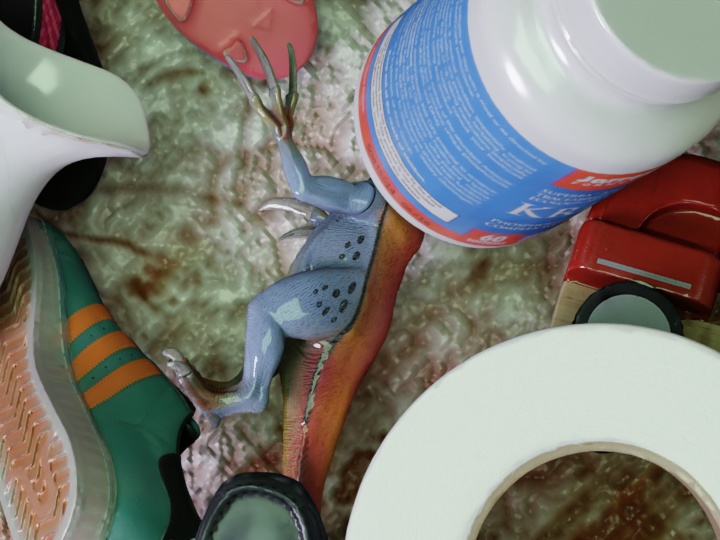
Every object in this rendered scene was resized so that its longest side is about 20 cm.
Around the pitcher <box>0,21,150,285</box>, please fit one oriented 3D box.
[{"bbox_3d":[-0.214,-0.039,1.095,0.172,0.121,0.200,41,107,-14],"label":"pitcher"}]

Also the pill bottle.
[{"bbox_3d":[0.080,-0.083,1.018,0.112,0.200,0.112,5,76,-19],"label":"pill bottle"}]

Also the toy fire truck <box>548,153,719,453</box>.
[{"bbox_3d":[0.183,-0.016,1.096,0.176,0.129,0.200,17,70,5],"label":"toy fire truck"}]

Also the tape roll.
[{"bbox_3d":[0.093,0.119,1.015,0.203,0.037,0.203,0,87,2],"label":"tape roll"}]

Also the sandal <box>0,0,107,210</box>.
[{"bbox_3d":[-0.157,-0.115,1.144,0.075,0.045,0.200,5,119,20],"label":"sandal"}]

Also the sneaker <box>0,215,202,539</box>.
[{"bbox_3d":[-0.118,0.057,1.132,0.071,0.080,0.200,-52,37,29],"label":"sneaker"}]

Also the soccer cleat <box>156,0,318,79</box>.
[{"bbox_3d":[-0.094,-0.166,1.171,0.200,0.076,0.067,43,94,-6],"label":"soccer cleat"}]

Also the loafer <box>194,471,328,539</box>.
[{"bbox_3d":[-0.047,0.178,1.009,0.068,0.070,0.201,6,87,9],"label":"loafer"}]

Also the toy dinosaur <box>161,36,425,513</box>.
[{"bbox_3d":[0.000,0.000,1.121,0.181,0.105,0.200,-35,79,-4],"label":"toy dinosaur"}]
